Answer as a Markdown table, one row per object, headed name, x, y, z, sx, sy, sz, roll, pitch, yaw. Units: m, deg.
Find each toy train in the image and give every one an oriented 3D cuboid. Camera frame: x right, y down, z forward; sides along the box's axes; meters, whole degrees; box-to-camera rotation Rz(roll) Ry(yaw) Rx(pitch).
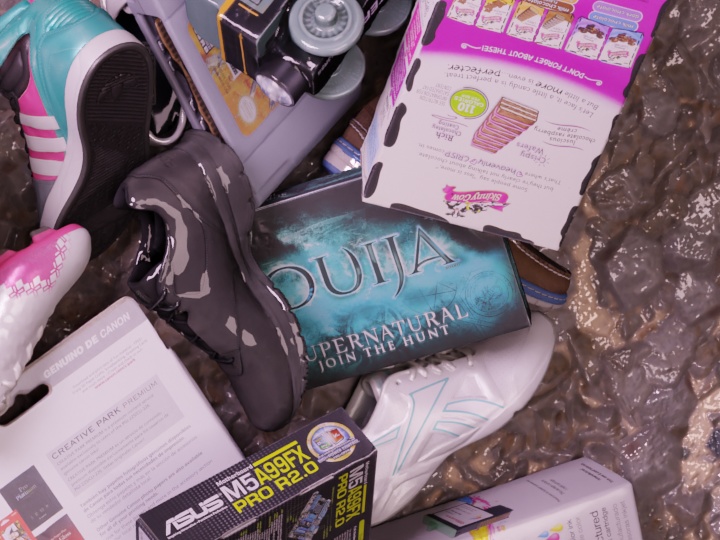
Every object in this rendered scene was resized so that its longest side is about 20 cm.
| name | x | y | z | sx | sy | sz | roll | pitch | yaw |
| --- | --- | --- | --- | --- | --- | --- | --- | --- | --- |
| toy train | -0.018 | -0.195 | 1.591 | 0.114 | 0.085 | 0.201 | 32 | 72 | 13 |

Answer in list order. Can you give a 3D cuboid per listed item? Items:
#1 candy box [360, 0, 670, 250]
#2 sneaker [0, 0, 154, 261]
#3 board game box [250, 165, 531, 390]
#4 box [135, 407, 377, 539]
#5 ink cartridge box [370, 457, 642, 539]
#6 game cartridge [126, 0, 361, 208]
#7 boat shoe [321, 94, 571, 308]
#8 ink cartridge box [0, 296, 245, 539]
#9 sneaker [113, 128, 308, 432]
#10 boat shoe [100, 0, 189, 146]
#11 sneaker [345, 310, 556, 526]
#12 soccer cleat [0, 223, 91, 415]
| name | x | y | z | sx | sy | sz | roll | pitch | yaw |
| --- | --- | --- | --- | --- | --- | --- | --- | --- | --- |
| candy box | 0.092 | -0.120 | 1.593 | 0.135 | 0.061 | 0.201 | 14 | 124 | -12 |
| sneaker | -0.196 | -0.103 | 1.643 | 0.083 | 0.121 | 0.201 | -23 | 146 | -32 |
| board game box | 0.000 | 0.000 | 1.714 | 0.198 | 0.028 | 0.136 | -17 | 110 | 9 |
| box | -0.069 | 0.198 | 1.688 | 0.160 | 0.044 | 0.201 | -28 | 145 | -25 |
| ink cartridge box | 0.099 | 0.234 | 1.807 | 0.199 | 0.084 | 0.146 | -17 | 105 | -16 |
| game cartridge | -0.071 | -0.156 | 1.660 | 0.133 | 0.041 | 0.201 | -46 | 130 | -24 |
| boat shoe | 0.073 | -0.046 | 1.751 | 0.199 | 0.072 | 0.073 | 33 | 95 | -21 |
| ink cartridge box | -0.189 | 0.134 | 1.683 | 0.199 | 0.084 | 0.176 | -35 | 108 | -12 |
| sneaker | -0.100 | 0.016 | 1.655 | 0.090 | 0.076 | 0.201 | -28 | 102 | -30 |
| boat shoe | -0.134 | -0.179 | 1.659 | 0.073 | 0.065 | 0.202 | -12 | 103 | -18 |
| sneaker | 0.049 | 0.087 | 1.772 | 0.200 | 0.070 | 0.080 | -40 | 107 | -9 |
| soccer cleat | -0.233 | 0.056 | 1.600 | 0.200 | 0.070 | 0.086 | -38 | 81 | -11 |
